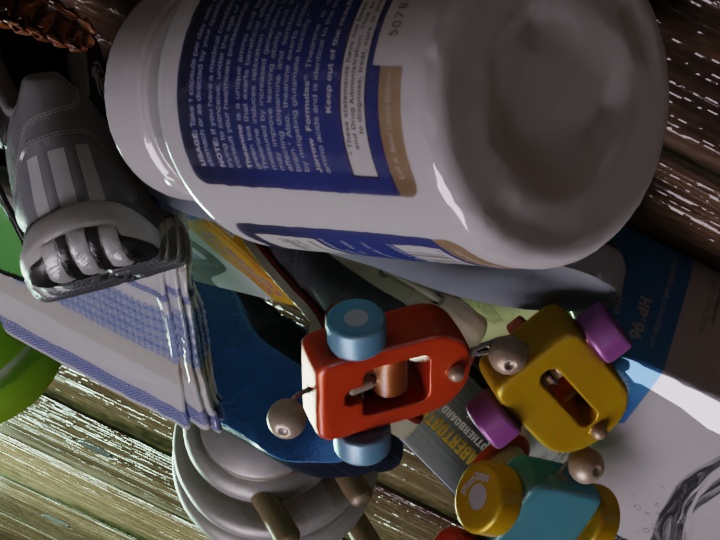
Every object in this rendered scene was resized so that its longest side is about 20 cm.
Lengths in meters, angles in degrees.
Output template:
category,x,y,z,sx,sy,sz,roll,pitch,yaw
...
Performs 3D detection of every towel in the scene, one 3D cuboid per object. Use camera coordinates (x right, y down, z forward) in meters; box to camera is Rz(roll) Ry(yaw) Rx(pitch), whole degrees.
category,x,y,z,sx,sy,sz,roll,pitch,yaw
towel,-0.135,-0.013,1.250,0.146,0.024,0.201,24,144,26

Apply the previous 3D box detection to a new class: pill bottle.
category,x,y,z,sx,sy,sz,roll,pitch,yaw
pill bottle,0.000,-0.061,0.886,0.111,0.112,0.199,35,162,-36

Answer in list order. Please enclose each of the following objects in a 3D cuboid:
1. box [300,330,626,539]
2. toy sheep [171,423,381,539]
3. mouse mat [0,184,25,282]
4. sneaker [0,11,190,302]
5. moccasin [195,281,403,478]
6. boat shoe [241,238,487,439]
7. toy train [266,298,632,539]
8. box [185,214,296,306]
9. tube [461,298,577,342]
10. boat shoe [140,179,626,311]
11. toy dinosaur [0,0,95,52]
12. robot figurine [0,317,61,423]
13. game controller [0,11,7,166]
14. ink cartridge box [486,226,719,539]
category,x,y,z,sx,sy,sz,roll,pitch,yaw
box,0.074,0.097,1.304,0.158,0.048,0.200,43,-178,35
toy sheep,-0.049,0.110,1.520,0.137,0.138,0.200,21,155,11
mouse mat,-0.232,-0.084,1.191,0.160,0.008,0.201,19,143,36
sneaker,-0.121,-0.052,1.103,0.074,0.116,0.200,-15,178,-6
moccasin,-0.048,0.065,1.381,0.068,0.081,0.200,23,-167,-38
boat shoe,0.000,0.000,1.127,0.071,0.063,0.200,33,-169,-29
toy train,0.034,0.069,1.029,0.056,0.149,0.201,-121,17,-44
box,-0.126,-0.040,1.300,0.199,0.042,0.119,11,160,35
tube,0.054,0.003,1.134,0.058,0.052,0.200,29,165,-6
boat shoe,0.014,-0.038,1.027,0.198,0.069,0.074,14,162,15
toy dinosaur,-0.199,-0.144,1.015,0.198,0.103,0.136,5,179,2
robot figurine,-0.231,0.004,1.384,0.115,0.176,0.201,-1,135,32
game controller,-0.220,-0.099,1.191,0.199,0.042,0.105,10,125,46
ink cartridge box,0.167,0.076,1.105,0.199,0.068,0.116,26,141,-4
